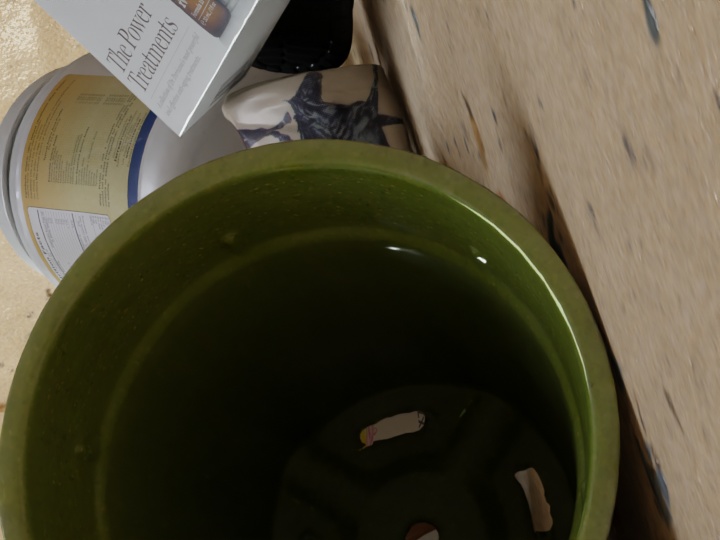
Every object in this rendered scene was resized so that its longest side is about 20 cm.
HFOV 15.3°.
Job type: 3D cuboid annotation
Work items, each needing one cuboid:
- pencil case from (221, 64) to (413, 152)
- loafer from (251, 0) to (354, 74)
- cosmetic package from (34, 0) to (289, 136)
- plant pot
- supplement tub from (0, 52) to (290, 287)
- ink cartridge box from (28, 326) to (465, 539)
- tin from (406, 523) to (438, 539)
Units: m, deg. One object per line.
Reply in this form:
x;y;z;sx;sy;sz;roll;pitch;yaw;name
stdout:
0.000;0.000;1.215;0.089;0.077;0.201;-32;75;67;pencil case
-0.037;-0.168;1.189;0.201;0.072;0.072;79;-159;-50;loafer
-0.093;-0.159;1.124;0.151;0.052;0.200;44;153;3;cosmetic package
0.003;0.080;0.911;0.190;0.199;0.201;48;-158;-70;plant pot
-0.093;-0.045;1.382;0.199;0.144;0.145;8;119;55;supplement tub
-0.037;0.041;1.060;0.200;0.067;0.118;-32;-61;-49;ink cartridge box
0.019;0.160;1.178;0.042;0.112;0.200;37;170;31;tin
